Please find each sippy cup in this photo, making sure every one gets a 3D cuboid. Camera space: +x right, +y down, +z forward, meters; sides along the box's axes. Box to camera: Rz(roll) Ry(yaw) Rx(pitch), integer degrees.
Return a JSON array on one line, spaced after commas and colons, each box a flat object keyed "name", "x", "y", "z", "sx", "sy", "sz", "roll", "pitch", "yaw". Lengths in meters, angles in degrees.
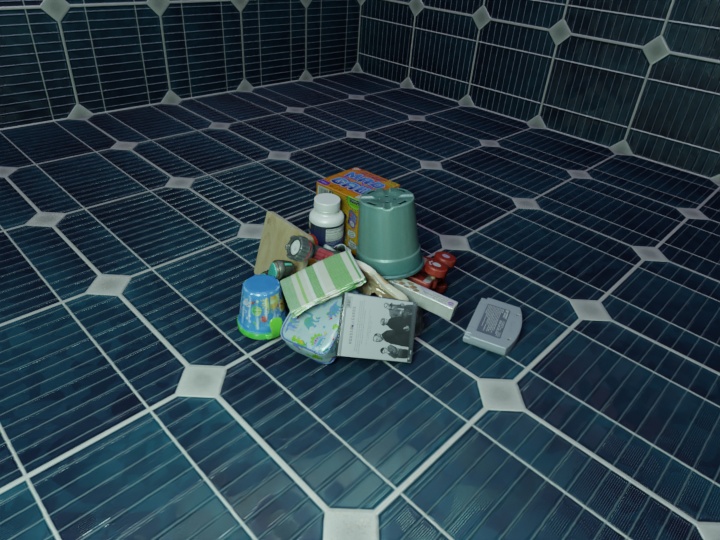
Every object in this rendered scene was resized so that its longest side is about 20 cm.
[{"name": "sippy cup", "x": -0.254, "y": 0.087, "z": 1.352, "sx": 0.177, "sy": 0.131, "sz": 0.140, "roll": 18, "pitch": 36, "yaw": 19}]

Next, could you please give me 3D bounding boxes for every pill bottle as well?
[{"name": "pill bottle", "x": -0.108, "y": -0.134, "z": 1.641, "sx": 0.110, "sy": 0.201, "sz": 0.111, "roll": 3, "pitch": 33, "yaw": -2}]

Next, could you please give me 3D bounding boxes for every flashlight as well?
[{"name": "flashlight", "x": -0.107, "y": -0.039, "z": 1.389, "sx": 0.068, "sy": 0.068, "sz": 0.199, "roll": -1, "pitch": -14, "yaw": 41}]

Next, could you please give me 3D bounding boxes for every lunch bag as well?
[{"name": "lunch bag", "x": -0.097, "y": 0.120, "z": 1.306, "sx": 0.160, "sy": 0.083, "sz": 0.201, "roll": 18, "pitch": 64, "yaw": 23}]

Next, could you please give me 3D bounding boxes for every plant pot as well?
[{"name": "plant pot", "x": 0.075, "y": -0.109, "z": 1.419, "sx": 0.198, "sy": 0.198, "sz": 0.201, "roll": -3, "pitch": 28, "yaw": 1}]

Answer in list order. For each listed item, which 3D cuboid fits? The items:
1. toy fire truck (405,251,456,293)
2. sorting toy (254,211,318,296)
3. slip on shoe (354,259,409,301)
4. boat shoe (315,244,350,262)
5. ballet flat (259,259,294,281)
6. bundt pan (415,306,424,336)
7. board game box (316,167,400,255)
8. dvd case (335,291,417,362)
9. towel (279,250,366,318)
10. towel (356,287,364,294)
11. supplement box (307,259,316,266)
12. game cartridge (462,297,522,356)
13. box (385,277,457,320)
[{"name": "toy fire truck", "x": 0.176, "y": -0.002, "z": 1.528, "sx": 0.167, "sy": 0.113, "sz": 0.200, "roll": 25, "pitch": 28, "yaw": 17}, {"name": "sorting toy", "x": -0.207, "y": -0.042, "z": 1.504, "sx": 0.069, "sy": 0.201, "sz": 0.198, "roll": -6, "pitch": 31, "yaw": -47}, {"name": "slip on shoe", "x": 0.031, "y": 0.045, "z": 1.342, "sx": 0.199, "sy": 0.076, "sz": 0.061, "roll": 38, "pitch": 73, "yaw": 7}, {"name": "boat shoe", "x": -0.059, "y": -0.042, "z": 1.557, "sx": 0.070, "sy": 0.072, "sz": 0.200, "roll": 32, "pitch": 11, "yaw": 24}, {"name": "ballet flat", "x": -0.232, "y": 0.023, "z": 1.432, "sx": 0.068, "sy": 0.200, "sz": 0.069, "roll": -13, "pitch": 80, "yaw": -32}, {"name": "bundt pan", "x": 0.078, "y": 0.107, "z": 1.413, "sx": 0.200, "sy": 0.076, "sz": 0.203, "roll": 3, "pitch": 34, "yaw": -2}, {"name": "board game box", "x": -0.012, "y": -0.202, "z": 1.754, "sx": 0.199, "sy": 0.201, "sz": 0.199, "roll": 28, "pitch": 39, "yaw": 32}, {"name": "dvd case", "x": 0.042, "y": 0.140, "z": 1.263, "sx": 0.198, "sy": 0.152, "sz": 0.025, "roll": 9, "pitch": -6, "yaw": -23}, {"name": "towel", "x": -0.096, "y": 0.028, "z": 1.297, "sx": 0.199, "sy": 0.023, "sz": 0.153, "roll": -26, "pitch": 38, "yaw": -2}, {"name": "towel", "x": -0.072, "y": 0.095, "z": 1.383, "sx": 0.148, "sy": 0.031, "sz": 0.201, "roll": 11, "pitch": 61, "yaw": 21}, {"name": "supplement box", "x": -0.132, "y": 0.010, "z": 1.532, "sx": 0.066, "sy": 0.069, "sz": 0.200, "roll": -10, "pitch": 36, "yaw": -45}, {"name": "game cartridge", "x": 0.368, "y": 0.151, "z": 1.418, "sx": 0.132, "sy": 0.041, "sz": 0.200, "roll": 15, "pitch": 35, "yaw": 21}, {"name": "box", "x": 0.157, "y": 0.068, "z": 1.380, "sx": 0.199, "sy": 0.042, "sz": 0.039, "roll": 24, "pitch": 36, "yaw": 19}]
